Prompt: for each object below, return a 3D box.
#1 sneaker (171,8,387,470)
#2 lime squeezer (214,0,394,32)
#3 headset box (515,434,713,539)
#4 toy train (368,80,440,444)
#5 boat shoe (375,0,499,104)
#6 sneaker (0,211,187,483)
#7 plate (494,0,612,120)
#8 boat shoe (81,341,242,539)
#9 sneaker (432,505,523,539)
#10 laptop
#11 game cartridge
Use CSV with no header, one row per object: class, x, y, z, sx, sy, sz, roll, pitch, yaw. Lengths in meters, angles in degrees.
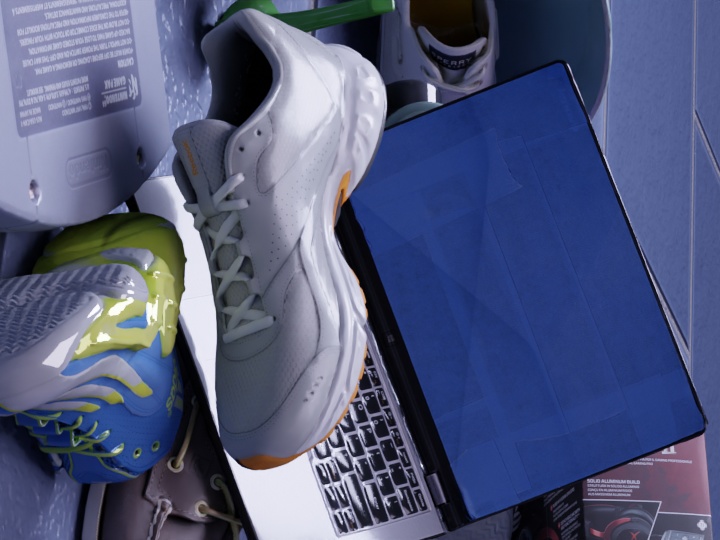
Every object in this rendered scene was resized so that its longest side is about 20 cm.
sneaker,-0.048,-0.016,1.205,0.092,0.076,0.201,30,55,-44
lime squeezer,-0.040,-0.121,1.437,0.200,0.070,0.038,161,-92,-78
headset box,0.128,0.172,1.504,0.149,0.075,0.201,123,-32,-63
toy train,0.000,0.000,1.405,0.085,0.113,0.201,78,11,-66
boat shoe,0.048,-0.132,1.642,0.070,0.071,0.201,-105,-167,-60
sneaker,-0.107,0.046,1.153,0.200,0.075,0.106,-46,130,-68
plate,0.085,-0.169,1.666,0.026,0.200,0.201,-25,115,-29
boat shoe,-0.076,0.091,1.264,0.072,0.059,0.201,67,25,-46
sneaker,0.039,0.180,1.531,0.201,0.075,0.115,-65,160,-12
laptop,0.026,0.018,1.281,0.200,0.116,0.188,-10,76,-51
game cartridge,-0.131,-0.085,1.178,0.200,0.041,0.134,-27,107,-71
